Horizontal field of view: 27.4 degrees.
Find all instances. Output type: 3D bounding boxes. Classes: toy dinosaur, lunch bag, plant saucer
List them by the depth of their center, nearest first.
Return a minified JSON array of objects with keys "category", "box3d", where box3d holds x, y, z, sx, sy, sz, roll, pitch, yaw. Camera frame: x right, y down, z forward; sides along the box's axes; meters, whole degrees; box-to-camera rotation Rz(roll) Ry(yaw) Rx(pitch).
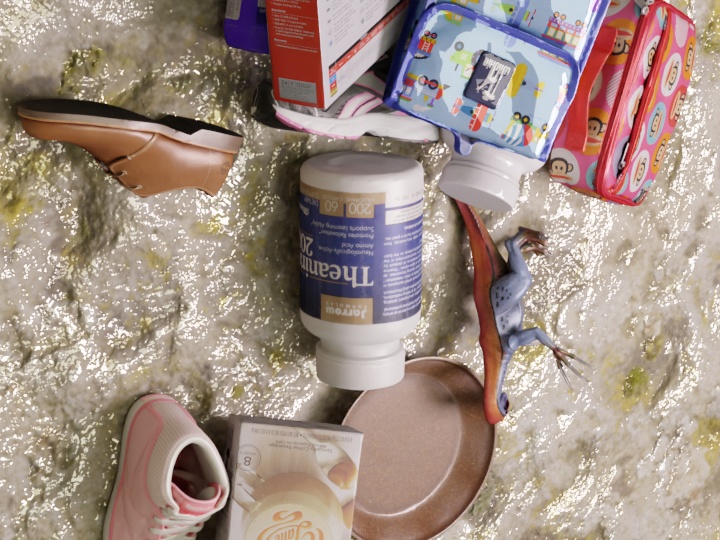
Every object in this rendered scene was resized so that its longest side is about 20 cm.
[{"category":"lunch bag","box3d":[0.113,-0.196,1.266,0.150,0.094,0.201,18,92,-13]},{"category":"lunch bag","box3d":[0.249,-0.168,1.425,0.176,0.082,0.201,8,99,-61]},{"category":"toy dinosaur","box3d":[0.133,0.051,1.451,0.200,0.105,0.182,28,82,-2]},{"category":"plant saucer","box3d":[0.046,0.176,1.456,0.200,0.037,0.201,-10,108,-30]}]

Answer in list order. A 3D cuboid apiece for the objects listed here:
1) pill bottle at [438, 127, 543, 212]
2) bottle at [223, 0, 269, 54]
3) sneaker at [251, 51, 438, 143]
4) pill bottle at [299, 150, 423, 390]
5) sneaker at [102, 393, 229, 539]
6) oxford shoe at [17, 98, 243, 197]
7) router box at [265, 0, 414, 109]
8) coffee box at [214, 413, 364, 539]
[{"category":"pill bottle","box3d":[0.135,-0.160,1.355,0.104,0.104,0.200,26,78,-36]},{"category":"bottle","box3d":[-0.062,-0.280,1.231,0.083,0.065,0.201,-1,104,-40]},{"category":"sneaker","box3d":[-0.012,-0.161,1.302,0.200,0.080,0.087,-3,100,-45]},{"category":"pill bottle","box3d":[0.000,0.000,1.327,0.111,0.111,0.201,-10,109,-31]},{"category":"sneaker","box3d":[-0.168,0.217,1.286,0.075,0.105,0.201,-3,106,-35]},{"category":"oxford shoe","box3d":[-0.189,-0.096,1.202,0.200,0.071,0.071,10,103,-36]},{"category":"router box","box3d":[-0.009,-0.257,1.206,0.200,0.049,0.180,-49,145,-47]},{"category":"coffee box","box3d":[-0.068,0.234,1.305,0.114,0.080,0.201,6,88,-13]}]
